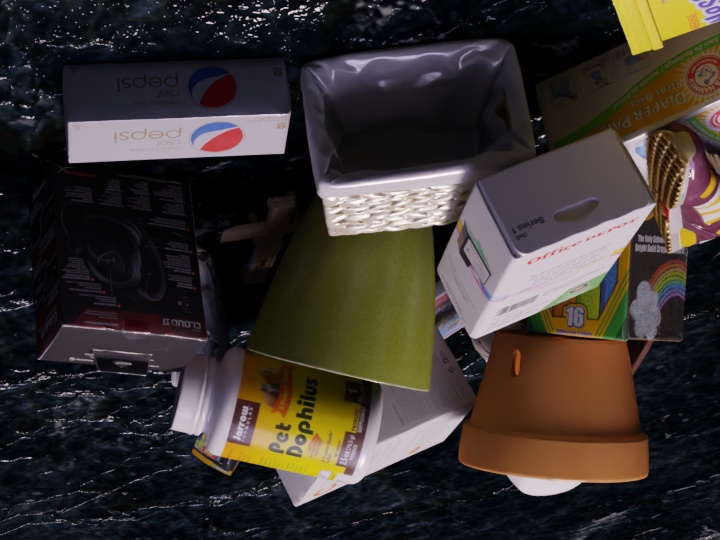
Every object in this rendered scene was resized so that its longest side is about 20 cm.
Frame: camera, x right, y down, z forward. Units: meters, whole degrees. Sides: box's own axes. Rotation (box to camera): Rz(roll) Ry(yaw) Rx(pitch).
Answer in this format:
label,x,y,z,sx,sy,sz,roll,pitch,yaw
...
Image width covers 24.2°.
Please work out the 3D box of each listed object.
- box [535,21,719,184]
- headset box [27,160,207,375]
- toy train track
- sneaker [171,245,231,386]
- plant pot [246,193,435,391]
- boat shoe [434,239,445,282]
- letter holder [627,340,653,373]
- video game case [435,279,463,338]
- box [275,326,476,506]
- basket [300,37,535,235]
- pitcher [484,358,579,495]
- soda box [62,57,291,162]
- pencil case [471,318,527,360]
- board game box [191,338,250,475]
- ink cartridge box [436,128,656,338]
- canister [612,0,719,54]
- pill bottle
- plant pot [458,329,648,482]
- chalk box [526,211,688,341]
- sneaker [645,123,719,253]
label,x,y,z,sx,sy,sz,roll,pitch,yaw
box,0.282,-0.152,1.579,0.199,0.102,0.112,-23,150,25
headset box,-0.234,0.006,1.612,0.148,0.201,0.077,6,149,-28
toy train track,-0.099,-0.038,1.757,0.114,0.033,0.200,-9,159,-16
sneaker,-0.181,0.054,1.808,0.075,0.116,0.200,-12,152,6
plant pot,0.000,0.000,1.655,0.186,0.202,0.187,13,178,0
boat shoe,0.063,-0.007,1.825,0.070,0.071,0.200,-25,161,-5
letter holder,0.258,0.047,1.899,0.100,0.143,0.200,-3,152,-11
video game case,0.084,0.049,1.862,0.143,0.017,0.200,-33,165,-19
box,0.006,0.159,1.822,0.199,0.098,0.125,-21,162,-26
basket,0.050,-0.117,1.541,0.198,0.136,0.124,-8,154,-3
pitcher,0.200,0.158,2.030,0.121,0.201,0.171,-27,146,30
soda box,-0.164,-0.143,1.501,0.198,0.064,0.068,-4,152,-11
pencil case,0.177,0.037,1.862,0.077,0.090,0.200,11,153,-5
board game box,-0.105,0.107,1.842,0.056,0.201,0.166,29,150,3
ink cartridge box,0.164,-0.031,1.525,0.144,0.084,0.200,-22,162,-16
canister,0.300,-0.269,1.387,0.199,0.087,0.149,-18,151,13
pill bottle,-0.084,0.141,1.669,0.199,0.110,0.109,13,148,-8
plant pot,0.204,0.136,1.754,0.198,0.141,0.200,3,-179,0
chalk box,0.255,-0.032,1.717,0.123,0.202,0.124,3,180,39
sneaker,0.315,-0.086,1.538,0.090,0.075,0.200,-19,159,0
